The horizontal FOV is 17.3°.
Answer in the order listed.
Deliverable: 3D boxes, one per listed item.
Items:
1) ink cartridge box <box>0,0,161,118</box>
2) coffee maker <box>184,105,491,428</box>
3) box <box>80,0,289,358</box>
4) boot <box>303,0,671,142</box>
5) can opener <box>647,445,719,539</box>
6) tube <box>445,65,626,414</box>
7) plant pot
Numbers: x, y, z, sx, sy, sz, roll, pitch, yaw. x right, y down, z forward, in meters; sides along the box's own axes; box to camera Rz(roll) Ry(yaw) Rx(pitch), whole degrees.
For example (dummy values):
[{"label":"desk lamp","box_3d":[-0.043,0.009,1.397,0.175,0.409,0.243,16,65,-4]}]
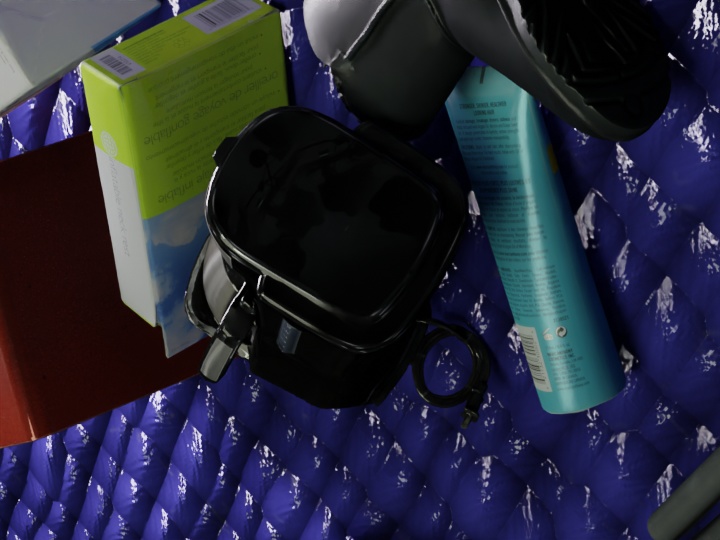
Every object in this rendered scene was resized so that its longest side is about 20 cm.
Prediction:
[{"label":"ink cartridge box","box_3d":[-0.228,-0.145,1.546,0.067,0.116,0.200,57,147,-7]},{"label":"coffee maker","box_3d":[0.000,0.000,1.346,0.190,0.136,0.200,10,167,-5]},{"label":"box","box_3d":[-0.098,-0.059,1.451,0.048,0.121,0.201,33,140,40]},{"label":"boot","box_3d":[0.061,-0.116,1.243,0.201,0.076,0.168,53,144,12]},{"label":"can opener","box_3d":[0.204,0.119,1.282,0.053,0.067,0.200,48,146,11]},{"label":"tube","box_3d":[0.096,-0.020,1.320,0.077,0.050,0.201,-2,113,47]},{"label":"plant pot","box_3d":[-0.210,0.008,1.605,0.199,0.199,0.178,-14,97,55]}]
